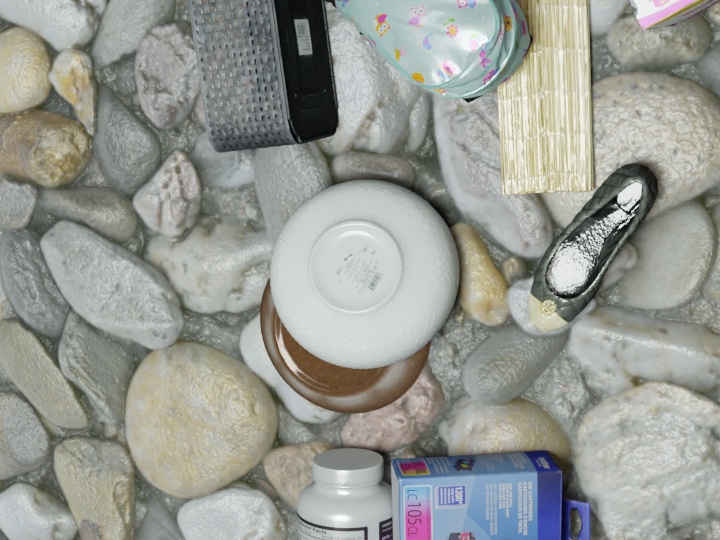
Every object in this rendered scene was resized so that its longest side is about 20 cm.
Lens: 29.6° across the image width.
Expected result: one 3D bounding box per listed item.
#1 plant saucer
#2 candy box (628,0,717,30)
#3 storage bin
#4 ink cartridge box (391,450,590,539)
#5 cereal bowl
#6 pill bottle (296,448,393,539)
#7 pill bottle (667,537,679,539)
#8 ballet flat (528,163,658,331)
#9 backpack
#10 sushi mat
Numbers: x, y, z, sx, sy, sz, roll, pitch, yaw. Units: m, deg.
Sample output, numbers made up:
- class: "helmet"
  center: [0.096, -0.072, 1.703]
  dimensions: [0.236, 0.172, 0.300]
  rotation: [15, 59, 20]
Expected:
- class: "plant saucer"
  center: [-0.024, 0.063, 1.475]
  dimensions: [0.200, 0.037, 0.200]
  rotation: [4, 101, 20]
- class: "candy box"
  center: [0.309, -0.269, 1.197]
  dimensions: [0.136, 0.200, 0.061]
  rotation: [-27, 90, 23]
- class: "storage bin"
  center: [-0.097, -0.228, 1.389]
  dimensions: [0.094, 0.135, 0.200]
  rotation: [-3, 99, 21]
- class: "ink cartridge box"
  center: [0.135, 0.262, 1.409]
  dimensions: [0.200, 0.076, 0.137]
  rotation: [-3, 101, -6]
- class: "cereal bowl"
  center: [0.000, 0.000, 1.395]
  dimensions: [0.200, 0.083, 0.200]
  rotation: [-1, 83, 8]
- class: "pill bottle"
  center: [-0.012, 0.300, 1.475]
  dimensions: [0.112, 0.112, 0.200]
  rotation: [3, 101, 20]
- class: "pill bottle"
  center: [0.259, 0.357, 1.386]
  dimensions: [0.200, 0.112, 0.112]
  rotation: [-40, 86, 22]
- class: "ballet flat"
  center: [0.224, -0.023, 1.354]
  dimensions: [0.066, 0.057, 0.200]
  rotation: [35, 110, 12]
- class: "backpack"
  center: [0.068, -0.254, 1.326]
  dimensions: [0.167, 0.127, 0.200]
  rotation: [-45, 78, 24]
- class: "sushi mat"
  center: [0.184, -0.175, 1.363]
  dimensions: [0.096, 0.012, 0.200]
  rotation: [0, 100, 22]
